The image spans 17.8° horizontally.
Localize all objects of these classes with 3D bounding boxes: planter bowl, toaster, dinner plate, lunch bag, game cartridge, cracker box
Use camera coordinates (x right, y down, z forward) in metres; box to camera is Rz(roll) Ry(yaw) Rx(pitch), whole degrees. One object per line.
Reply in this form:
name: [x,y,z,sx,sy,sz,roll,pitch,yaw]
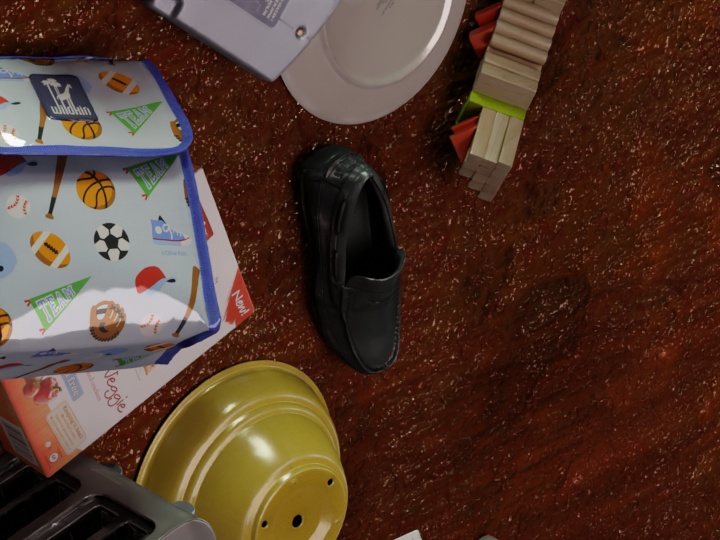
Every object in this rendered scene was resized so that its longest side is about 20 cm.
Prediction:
planter bowl: [-0.071,0.176,1.738,0.200,0.083,0.201,-21,123,-37]
toaster: [-0.209,0.219,1.553,0.200,0.181,0.119,-34,127,-30]
dinner plate: [0.015,-0.202,1.692,0.200,0.024,0.201,-20,121,-37]
lunch bag: [-0.193,-0.041,1.455,0.170,0.124,0.201,-2,76,-31]
game cartridge: [-0.053,-0.239,1.582,0.133,0.041,0.200,31,86,-35]
cracker box: [-0.176,0.027,1.582,0.200,0.058,0.134,-40,132,-25]

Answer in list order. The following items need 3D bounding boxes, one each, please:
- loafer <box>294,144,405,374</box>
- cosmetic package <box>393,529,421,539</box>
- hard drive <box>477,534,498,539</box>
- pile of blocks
loafer: [0.000,0.000,1.735,0.068,0.070,0.201,-34,129,-29]
cosmetic package: [-0.032,0.276,1.764,0.199,0.083,0.051,-22,172,-6]
hard drive: [0.089,0.345,2.020,0.132,0.027,0.200,-35,130,-29]
pile of blocks: [0.107,-0.159,1.788,0.062,0.082,0.201,20,83,-5]
